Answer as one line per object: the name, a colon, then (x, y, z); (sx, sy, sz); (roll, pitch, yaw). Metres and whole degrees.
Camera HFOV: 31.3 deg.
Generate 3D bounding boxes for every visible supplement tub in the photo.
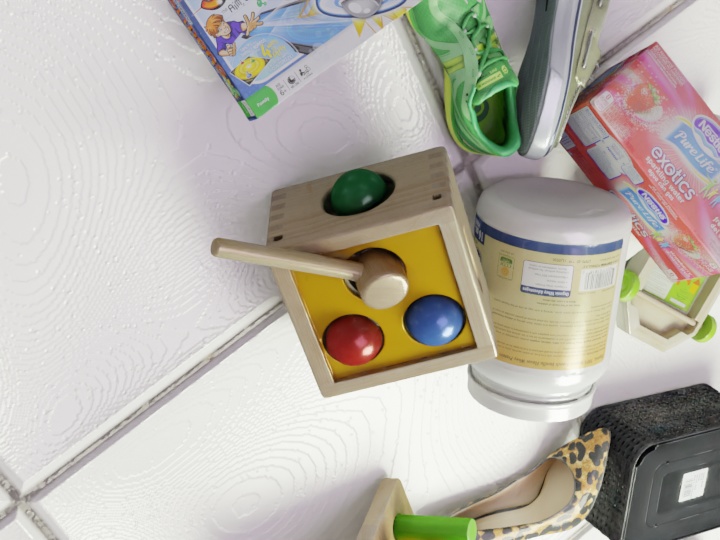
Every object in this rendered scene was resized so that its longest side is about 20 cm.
supplement tub: (0.170, 0.026, 1.205); (0.144, 0.144, 0.201); (-7, 114, -29)

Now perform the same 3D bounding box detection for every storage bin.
storage bin: (0.344, 0.218, 1.433); (0.199, 0.094, 0.136); (-8, 115, -30)

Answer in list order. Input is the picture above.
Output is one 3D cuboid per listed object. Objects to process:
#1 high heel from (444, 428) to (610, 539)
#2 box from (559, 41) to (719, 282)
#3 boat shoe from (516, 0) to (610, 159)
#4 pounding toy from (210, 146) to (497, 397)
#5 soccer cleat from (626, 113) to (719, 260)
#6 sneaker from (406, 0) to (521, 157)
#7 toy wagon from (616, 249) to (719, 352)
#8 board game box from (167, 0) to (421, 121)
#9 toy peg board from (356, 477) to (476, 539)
high heel: (0.171, 0.231, 1.340); (0.142, 0.071, 0.200); (27, 104, -43)
box: (0.282, -0.097, 1.192); (0.095, 0.103, 0.200); (-41, 95, -15)
boat shoe: (0.184, -0.194, 1.140); (0.062, 0.072, 0.201); (12, 91, -17)
pounding toy: (0.000, 0.000, 1.061); (0.183, 0.142, 0.201); (-14, 123, 9)
soccer cleat: (0.298, -0.082, 1.295); (0.200, 0.069, 0.078); (-43, 155, -16)
sneaker: (0.100, -0.185, 1.105); (0.074, 0.084, 0.200); (-34, 124, -15)
toy wagon: (0.349, -0.012, 1.367); (0.155, 0.040, 0.201); (25, 96, -37)
board game box: (-0.043, -0.228, 0.999); (0.200, 0.034, 0.136); (-38, 103, -12)
toy peg board: (0.062, 0.342, 1.244); (0.199, 0.097, 0.201); (-62, 141, -46)
